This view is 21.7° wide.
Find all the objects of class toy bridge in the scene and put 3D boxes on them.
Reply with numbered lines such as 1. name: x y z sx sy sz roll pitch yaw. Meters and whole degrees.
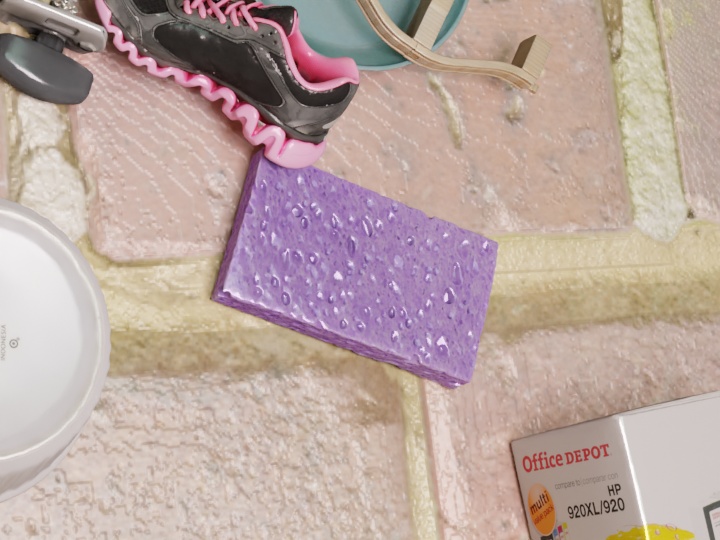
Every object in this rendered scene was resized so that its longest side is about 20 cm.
1. toy bridge: 0.050 -0.183 1.354 0.199 0.027 0.068 32 69 -18

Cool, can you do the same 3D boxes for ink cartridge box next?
1. ink cartridge box: 0.219 0.195 1.331 0.144 0.147 0.202 -8 83 -28

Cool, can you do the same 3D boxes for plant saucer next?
1. plant saucer: -0.010 -0.238 1.370 0.199 0.036 0.202 6 77 -26

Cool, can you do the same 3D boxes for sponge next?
1. sponge: 0.000 0.000 1.327 0.199 0.030 0.112 21 69 -21

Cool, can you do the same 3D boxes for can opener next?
1. can opener: -0.256 -0.173 1.217 0.199 0.053 0.067 24 70 -21

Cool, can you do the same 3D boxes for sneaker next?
1. sneaker: -0.085 -0.158 1.268 0.199 0.095 0.079 33 38 -17

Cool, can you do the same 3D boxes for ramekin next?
1. ramekin: -0.244 0.045 1.152 0.201 0.094 0.204 6 76 -27
